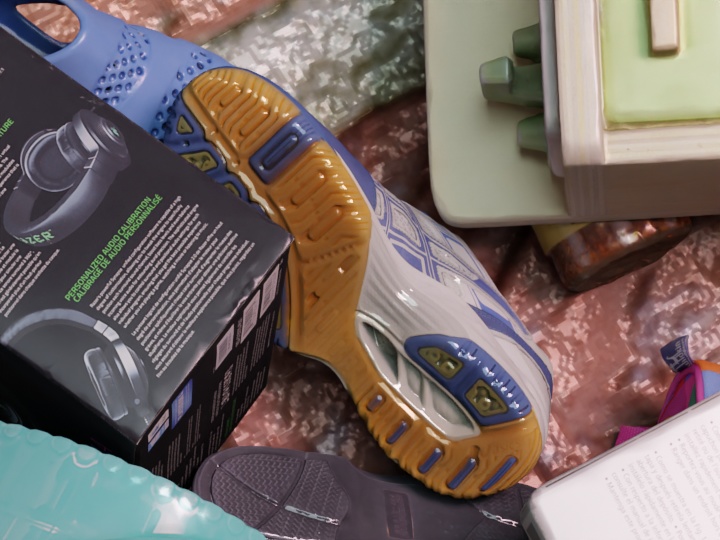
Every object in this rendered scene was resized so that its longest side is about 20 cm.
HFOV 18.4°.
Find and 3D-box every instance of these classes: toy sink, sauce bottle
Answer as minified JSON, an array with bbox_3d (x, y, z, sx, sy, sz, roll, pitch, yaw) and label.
[{"bbox_3d":[0.119,-0.094,0.841,0.198,0.112,0.131,-2,80,7],"label":"toy sink"},{"bbox_3d":[0.071,-0.092,0.935,0.066,0.066,0.201,-23,79,-15],"label":"sauce bottle"}]

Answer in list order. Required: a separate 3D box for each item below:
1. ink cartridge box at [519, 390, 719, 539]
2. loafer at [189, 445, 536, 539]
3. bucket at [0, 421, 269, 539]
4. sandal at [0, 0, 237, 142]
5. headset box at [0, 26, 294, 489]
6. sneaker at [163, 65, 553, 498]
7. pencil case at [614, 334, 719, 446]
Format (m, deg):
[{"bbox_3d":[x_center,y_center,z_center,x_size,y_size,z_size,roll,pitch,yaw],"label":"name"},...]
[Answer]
[{"bbox_3d":[0.179,0.130,0.787,0.175,0.045,0.201,-27,77,-7],"label":"ink cartridge box"},{"bbox_3d":[0.024,0.120,0.876,0.199,0.063,0.072,14,42,-10],"label":"loafer"},{"bbox_3d":[-0.108,0.151,0.766,0.206,0.207,0.135,24,66,-2],"label":"bucket"},{"bbox_3d":[-0.115,-0.076,0.887,0.199,0.087,0.080,19,71,-7],"label":"sandal"},{"bbox_3d":[-0.133,-0.006,0.810,0.199,0.174,0.093,36,71,6],"label":"headset box"},{"bbox_3d":[0.000,0.000,0.883,0.075,0.088,0.200,-36,96,24],"label":"sneaker"},{"bbox_3d":[0.207,0.088,0.896,0.199,0.088,0.089,12,72,-7],"label":"pencil case"}]
